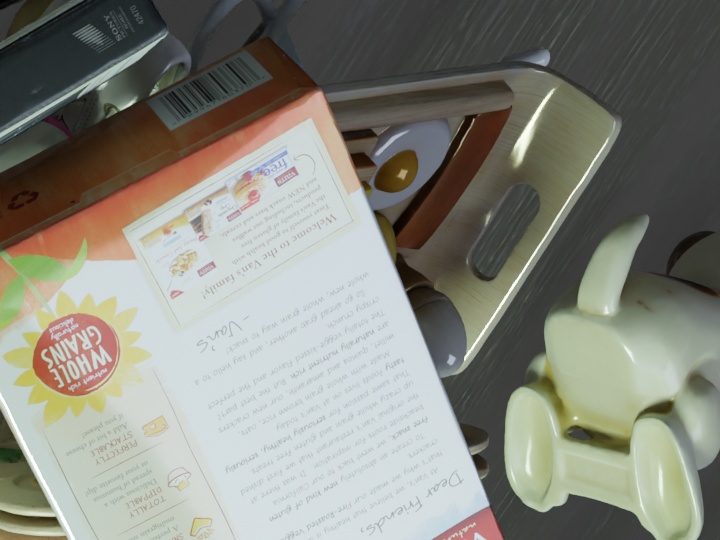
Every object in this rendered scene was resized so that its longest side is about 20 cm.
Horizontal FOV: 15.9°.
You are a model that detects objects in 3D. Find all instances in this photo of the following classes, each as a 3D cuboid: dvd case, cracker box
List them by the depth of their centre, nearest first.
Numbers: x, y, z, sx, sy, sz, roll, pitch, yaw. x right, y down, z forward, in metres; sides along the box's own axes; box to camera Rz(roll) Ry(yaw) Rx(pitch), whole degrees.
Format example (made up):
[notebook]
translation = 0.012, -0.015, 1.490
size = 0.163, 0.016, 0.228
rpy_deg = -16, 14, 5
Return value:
[dvd case]
translation = -0.150, -0.023, 0.743
size = 0.199, 0.025, 0.150
rpy_deg = -32, -174, -6
[cracker box]
translation = -0.045, 0.043, 0.852
size = 0.133, 0.058, 0.201
rpy_deg = -27, 119, -9

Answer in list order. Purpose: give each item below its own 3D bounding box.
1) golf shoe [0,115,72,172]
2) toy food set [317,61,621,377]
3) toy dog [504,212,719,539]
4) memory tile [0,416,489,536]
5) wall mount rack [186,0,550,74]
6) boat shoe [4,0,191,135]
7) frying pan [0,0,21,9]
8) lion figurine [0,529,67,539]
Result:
[golf shoe]
translation = -0.157, 0.029, 0.854
size = 0.200, 0.091, 0.075
rpy_deg = -46, 127, -12
[toy food set]
translation = 0.000, 0.000, 0.968
size = 0.199, 0.060, 0.144
rpy_deg = -12, 142, -48
[toy dog]
translation = 0.187, 0.043, 1.516
size = 0.200, 0.139, 0.195
rpy_deg = -27, 109, -43
[memory tile]
translation = -0.064, 0.067, 0.981
size = 0.199, 0.153, 0.017
rpy_deg = -4, 101, -28
[wall mount rack]
translation = -0.002, -0.064, 1.057
size = 0.174, 0.074, 0.200
rpy_deg = -56, 159, -15
[boat shoe]
translation = -0.092, -0.021, 0.953
size = 0.071, 0.069, 0.201
rpy_deg = -41, 155, -29
[frying pan]
translation = -0.174, -0.057, 0.809
size = 0.115, 0.031, 0.190
rpy_deg = -57, 154, 13
[lion figurine]
translation = -0.154, 0.112, 1.028
size = 0.200, 0.072, 0.123
rpy_deg = 4, 113, -58
